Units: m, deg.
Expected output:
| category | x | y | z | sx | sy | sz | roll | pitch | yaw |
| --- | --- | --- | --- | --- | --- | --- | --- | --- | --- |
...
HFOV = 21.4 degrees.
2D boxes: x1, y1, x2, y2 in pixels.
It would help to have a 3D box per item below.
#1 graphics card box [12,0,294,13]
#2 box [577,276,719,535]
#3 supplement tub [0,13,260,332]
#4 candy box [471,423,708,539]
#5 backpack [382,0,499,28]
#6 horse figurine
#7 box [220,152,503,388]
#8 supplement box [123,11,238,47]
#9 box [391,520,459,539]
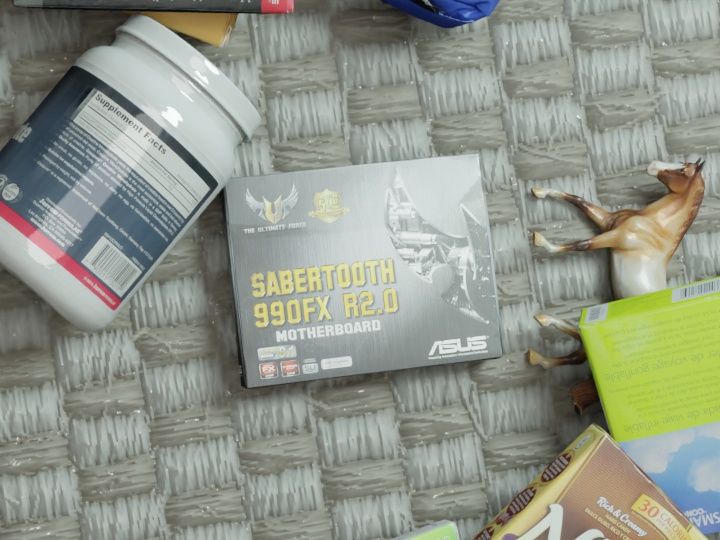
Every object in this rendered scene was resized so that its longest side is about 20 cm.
| category | x | y | z | sx | sy | sz | roll | pitch | yaw |
| --- | --- | --- | --- | --- | --- | --- | --- | --- | --- |
| graphics card box | -0.146 | -0.246 | 1.346 | 0.199 | 0.051 | 0.126 | 0 | 100 | -4 |
| box | 0.246 | 0.112 | 1.416 | 0.122 | 0.048 | 0.201 | -14 | 107 | 15 |
| supplement tub | -0.181 | -0.070 | 1.370 | 0.140 | 0.140 | 0.200 | 40 | 82 | -5 |
| candy box | 0.141 | 0.223 | 1.387 | 0.200 | 0.056 | 0.117 | -45 | 95 | -1 |
| backpack | 0.041 | -0.283 | 1.405 | 0.200 | 0.163 | 0.168 | 29 | 87 | -7 |
| horse figurine | 0.197 | 0.012 | 1.472 | 0.132 | 0.050 | 0.201 | 2 | 86 | -4 |
| box | 0.000 | 0.000 | 1.441 | 0.199 | 0.048 | 0.159 | -6 | 89 | -9 |
| supplement box | -0.181 | -0.231 | 1.406 | 0.199 | 0.069 | 0.067 | 20 | 103 | -3 |
| box | -0.001 | 0.289 | 1.428 | 0.199 | 0.036 | 0.145 | -19 | 91 | -8 |
